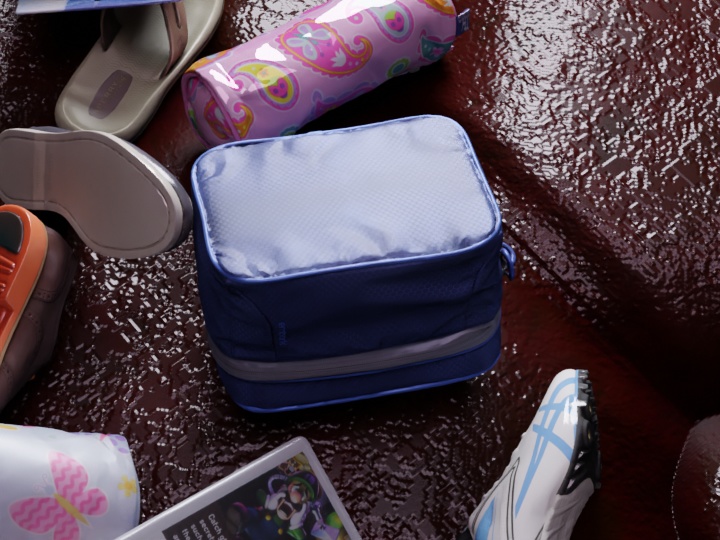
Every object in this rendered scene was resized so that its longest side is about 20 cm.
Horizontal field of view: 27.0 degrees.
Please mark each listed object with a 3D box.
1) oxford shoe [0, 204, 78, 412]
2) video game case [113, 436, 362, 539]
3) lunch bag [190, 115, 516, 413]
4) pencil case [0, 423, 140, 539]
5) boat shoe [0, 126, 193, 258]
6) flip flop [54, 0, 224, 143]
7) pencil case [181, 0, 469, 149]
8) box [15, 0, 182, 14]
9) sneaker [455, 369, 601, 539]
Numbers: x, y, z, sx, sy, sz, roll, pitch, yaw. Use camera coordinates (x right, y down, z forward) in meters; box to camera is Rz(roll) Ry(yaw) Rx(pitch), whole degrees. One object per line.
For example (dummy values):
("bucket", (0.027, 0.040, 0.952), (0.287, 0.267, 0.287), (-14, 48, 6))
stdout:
("oxford shoe", (-0.223, 0.065, 0.906), (0.071, 0.073, 0.200), (15, 77, 34))
("video game case", (-0.055, 0.214, 0.788), (0.182, 0.023, 0.200), (-26, 84, -31))
("lunch bag", (0.000, 0.000, 0.923), (0.200, 0.132, 0.136), (-8, 43, -6))
("pencil case", (-0.221, 0.126, 0.815), (0.200, 0.083, 0.091), (8, 88, -30))
("boat shoe", (-0.157, -0.055, 0.944), (0.063, 0.073, 0.200), (-4, 16, -42))
("flip flop", (-0.156, -0.171, 1.061), (0.081, 0.058, 0.200), (20, 59, 9))
("pencil case", (-0.025, -0.144, 1.039), (0.200, 0.087, 0.087), (-32, 65, -21))
("box", (-0.180, -0.255, 1.076), (0.122, 0.048, 0.200), (-5, 39, 2))
("sneaker", (0.097, 0.137, 0.880), (0.072, 0.072, 0.200), (4, 49, 23))
